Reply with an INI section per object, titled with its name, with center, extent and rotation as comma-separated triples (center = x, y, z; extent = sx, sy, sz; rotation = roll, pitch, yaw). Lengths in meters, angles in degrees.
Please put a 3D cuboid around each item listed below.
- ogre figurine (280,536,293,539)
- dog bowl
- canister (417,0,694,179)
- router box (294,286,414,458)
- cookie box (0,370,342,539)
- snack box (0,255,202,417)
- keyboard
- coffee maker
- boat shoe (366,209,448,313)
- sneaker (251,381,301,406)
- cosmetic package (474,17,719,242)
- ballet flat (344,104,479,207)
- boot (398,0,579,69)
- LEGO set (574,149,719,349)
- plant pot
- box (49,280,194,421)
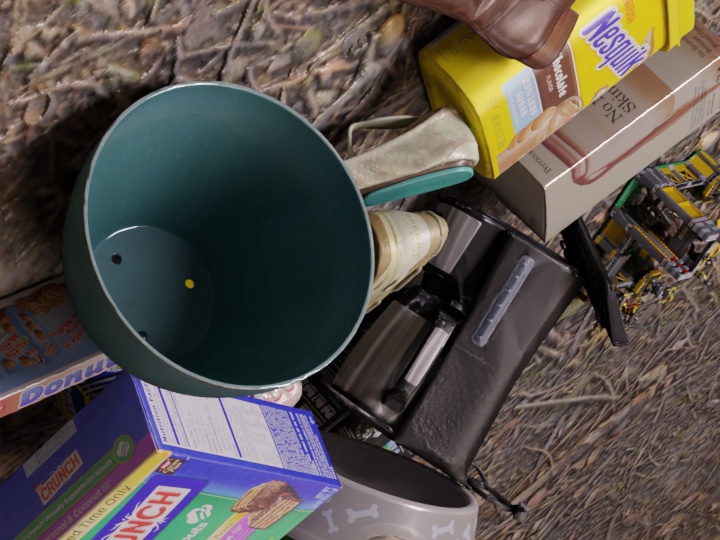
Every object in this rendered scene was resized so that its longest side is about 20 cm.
[ogre figurine]
center = -0.077, 0.227, 1.743
extent = 0.098, 0.120, 0.200
rotation = -39, 155, -8
[dog bowl]
center = 0.005, 0.185, 1.596
extent = 0.200, 0.200, 0.059
rotation = 7, 105, -59
[canister]
center = 0.147, -0.173, 1.478
extent = 0.200, 0.087, 0.149
rotation = -38, 155, -7
[router box]
center = 0.018, 0.115, 1.775
extent = 0.150, 0.062, 0.200
rotation = -40, 156, -7
[cookie box]
center = -0.142, 0.162, 1.421
extent = 0.171, 0.075, 0.200
rotation = -42, 146, 23
[snack box]
center = -0.205, 0.043, 1.310
extent = 0.200, 0.072, 0.024
rotation = -24, 151, -35
[keyboard]
center = 0.184, -0.013, 1.654
extent = 0.021, 0.200, 0.127
rotation = -20, 135, 3
[coffee maker]
center = 0.096, 0.066, 1.633
extent = 0.192, 0.135, 0.200
rotation = 34, 89, -28
[boat shoe]
center = 0.000, -0.003, 1.472
extent = 0.063, 0.073, 0.201
rotation = -12, 168, -24
[sneaker]
center = -0.114, 0.100, 1.539
extent = 0.105, 0.075, 0.200
rotation = -50, 159, 16
[cosmetic package]
center = 0.191, -0.130, 1.595
extent = 0.200, 0.103, 0.087
rotation = -38, 154, -15
[ballet flat]
center = -0.014, -0.070, 1.426
extent = 0.200, 0.062, 0.067
rotation = -17, 169, -7
[boot]
center = 0.092, -0.245, 1.314
extent = 0.200, 0.064, 0.187
rotation = 21, 88, -46
[LEGO set]
center = 0.306, -0.013, 1.934
extent = 0.154, 0.116, 0.200
rotation = -3, 134, -55
[plant pot]
center = -0.110, -0.004, 1.271
extent = 0.200, 0.200, 0.135
rotation = -25, 176, -35
[box]
center = -0.129, 0.045, 1.439
extent = 0.200, 0.064, 0.070
rotation = -31, 153, -26
